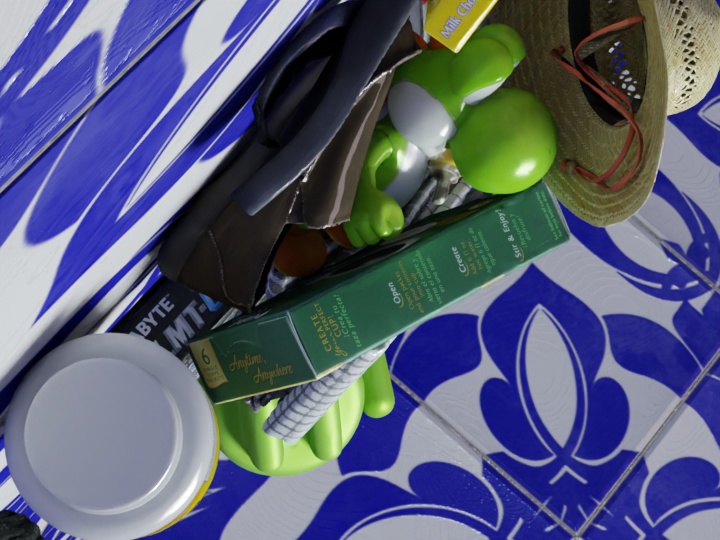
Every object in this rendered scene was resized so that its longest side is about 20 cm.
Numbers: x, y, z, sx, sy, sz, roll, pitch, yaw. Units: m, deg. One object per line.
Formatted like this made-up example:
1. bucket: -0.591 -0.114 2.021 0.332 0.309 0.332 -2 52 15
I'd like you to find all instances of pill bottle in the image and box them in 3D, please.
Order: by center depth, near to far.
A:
1. pill bottle: -0.132 0.091 1.367 0.109 0.109 0.200 -49 177 -5

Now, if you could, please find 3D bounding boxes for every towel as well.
1. towel: 0.000 0.000 1.637 0.200 0.086 0.166 -50 180 -32

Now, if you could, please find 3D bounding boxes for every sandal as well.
1. sandal: -0.015 -0.109 1.278 0.200 0.043 0.076 -59 -171 -25

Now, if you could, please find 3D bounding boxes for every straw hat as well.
1. straw hat: 0.153 -0.130 1.413 0.085 0.201 0.201 -11 161 -23

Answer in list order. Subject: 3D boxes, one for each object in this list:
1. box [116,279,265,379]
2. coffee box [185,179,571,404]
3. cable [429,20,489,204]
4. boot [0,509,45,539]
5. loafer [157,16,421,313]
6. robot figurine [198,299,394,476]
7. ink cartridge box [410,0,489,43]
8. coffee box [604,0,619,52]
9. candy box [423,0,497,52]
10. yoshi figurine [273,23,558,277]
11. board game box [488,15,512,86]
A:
1. box: -0.119 0.046 1.640 0.200 0.050 0.199 -49 179 -28
2. coffee box: 0.010 0.013 1.462 0.200 0.044 0.123 -28 -174 -34
3. cable: 0.073 -0.140 1.578 0.097 0.050 0.200 77 25 -47
4. boot: -0.268 0.237 1.536 0.211 0.079 0.158 -50 178 -3
5. loafer: -0.027 -0.057 1.400 0.200 0.071 0.073 -50 178 18
6. robot figurine: -0.065 0.073 1.827 0.175 0.116 0.200 -12 -158 -11
7. ink cartridge box: 0.062 -0.170 1.570 0.200 0.050 0.161 -48 179 34
8. coffee box: 0.133 -0.188 1.785 0.200 0.114 0.080 -49 177 12
9. candy box: 0.072 -0.180 1.305 0.102 0.026 0.200 -55 -172 17
10. yoshi figurine: 0.036 -0.058 1.449 0.200 0.112 0.112 -38 -136 41
11. board game box: 0.112 -0.144 1.585 0.200 0.019 0.103 30 69 -71
